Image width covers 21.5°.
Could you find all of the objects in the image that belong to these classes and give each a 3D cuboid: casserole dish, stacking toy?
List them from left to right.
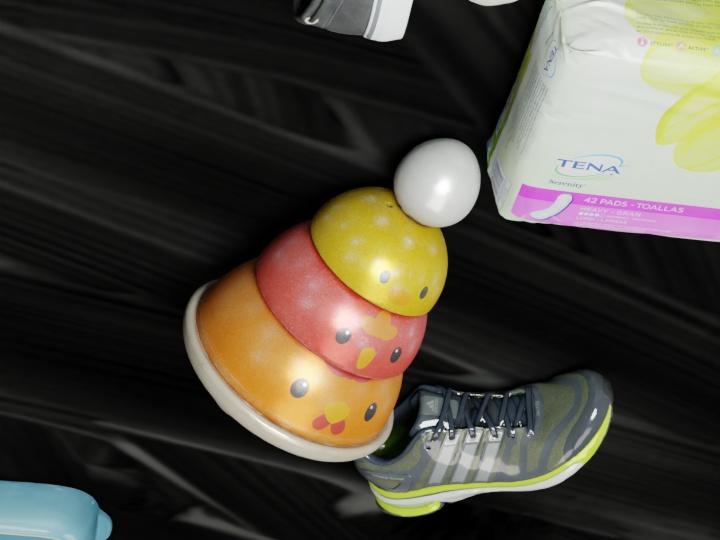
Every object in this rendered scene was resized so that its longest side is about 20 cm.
[{"bbox_3d":[-0.288,0.201,1.428,0.200,0.039,0.121,6,143,-8],"label":"casserole dish"},{"bbox_3d":[0.000,0.000,1.108,0.146,0.146,0.200,20,122,-27],"label":"stacking toy"}]

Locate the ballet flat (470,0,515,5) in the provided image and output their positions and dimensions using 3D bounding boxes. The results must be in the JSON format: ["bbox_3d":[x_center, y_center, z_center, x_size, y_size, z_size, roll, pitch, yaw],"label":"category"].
[{"bbox_3d":[0.063,-0.179,0.886,0.069,0.070,0.200,-2,145,0],"label":"ballet flat"}]

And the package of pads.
[{"bbox_3d":[0.181,-0.085,1.019,0.200,0.068,0.155,5,144,-9],"label":"package of pads"}]

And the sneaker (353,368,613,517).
[{"bbox_3d":[0.077,0.110,1.288,0.200,0.074,0.081,-23,136,24],"label":"sneaker"}]

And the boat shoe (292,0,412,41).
[{"bbox_3d":[-0.003,-0.180,0.886,0.066,0.070,0.200,1,152,-6],"label":"boat shoe"}]
